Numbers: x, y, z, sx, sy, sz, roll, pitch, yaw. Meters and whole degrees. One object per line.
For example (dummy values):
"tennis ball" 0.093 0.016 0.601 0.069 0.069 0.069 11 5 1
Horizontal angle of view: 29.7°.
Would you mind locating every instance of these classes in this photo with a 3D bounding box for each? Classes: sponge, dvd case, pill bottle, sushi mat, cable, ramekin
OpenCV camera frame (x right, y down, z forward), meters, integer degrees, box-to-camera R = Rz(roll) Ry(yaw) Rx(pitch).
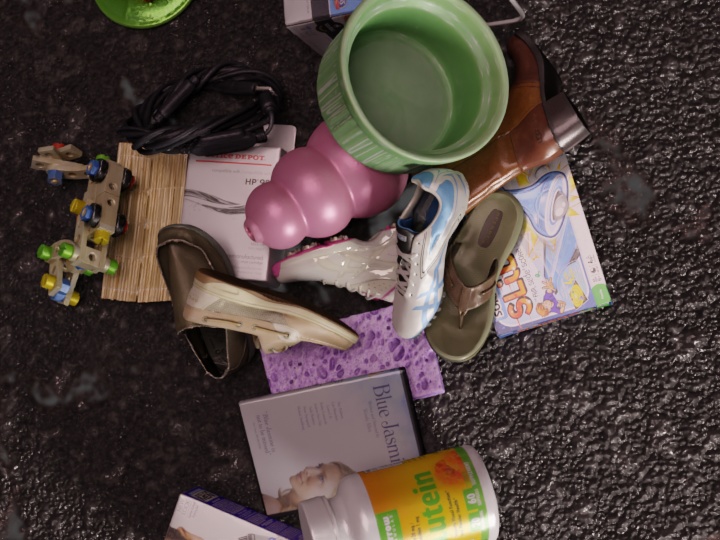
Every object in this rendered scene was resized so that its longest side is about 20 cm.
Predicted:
"sponge" -0.012 0.110 1.573 0.200 0.030 0.112 -15 79 9
"dvd case" -0.029 0.198 1.550 0.200 0.018 0.143 -13 96 9
"pill bottle" 0.039 0.265 1.469 0.200 0.111 0.111 -13 79 -11
"sushi mat" -0.262 -0.060 1.657 0.096 0.012 0.200 3 82 12
"cable" -0.193 -0.193 1.605 0.200 0.051 0.163 -10 42 5
"ramekin" 0.050 -0.200 1.471 0.200 0.098 0.200 6 77 -24

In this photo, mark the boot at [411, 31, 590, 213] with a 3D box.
"boot" 0.144 -0.162 1.554 0.200 0.068 0.188 -32 56 16

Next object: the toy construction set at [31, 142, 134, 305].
"toy construction set" -0.336 -0.067 1.636 0.131 0.092 0.200 -27 65 45

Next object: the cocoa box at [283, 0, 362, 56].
"cocoa box" -0.012 -0.369 1.584 0.131 0.133 0.200 -7 79 17

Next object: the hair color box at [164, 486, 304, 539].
"hair color box" -0.124 0.334 1.538 0.200 0.065 0.109 20 94 13

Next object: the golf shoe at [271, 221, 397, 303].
"golf shoe" 0.000 0.000 1.559 0.200 0.075 0.092 -12 90 2

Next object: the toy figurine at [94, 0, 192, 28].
"toy figurine" -0.307 -0.404 1.629 0.200 0.184 0.150 38 90 15

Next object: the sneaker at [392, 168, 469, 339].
"sneaker" 0.061 -0.018 1.482 0.072 0.072 0.200 44 126 53

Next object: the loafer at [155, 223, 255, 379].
"loafer" -0.177 0.039 1.547 0.075 0.070 0.200 -14 116 23

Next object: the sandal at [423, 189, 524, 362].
"sandal" 0.121 0.002 1.511 0.080 0.057 0.201 18 86 14

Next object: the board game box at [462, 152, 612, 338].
"board game box" 0.193 -0.038 1.549 0.135 0.034 0.200 -18 79 10

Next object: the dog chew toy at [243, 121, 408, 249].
"dog chew toy" -0.044 -0.094 1.537 0.200 0.125 0.125 -34 76 -18

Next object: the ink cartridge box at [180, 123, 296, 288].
"ink cartridge box" -0.146 -0.085 1.609 0.116 0.067 0.200 4 83 13

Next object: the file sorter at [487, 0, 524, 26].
"file sorter" 0.116 -0.385 1.554 0.124 0.139 0.200 -4 81 20

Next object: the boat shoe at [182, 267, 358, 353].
"boat shoe" -0.100 0.058 1.521 0.200 0.072 0.065 20 95 -20
